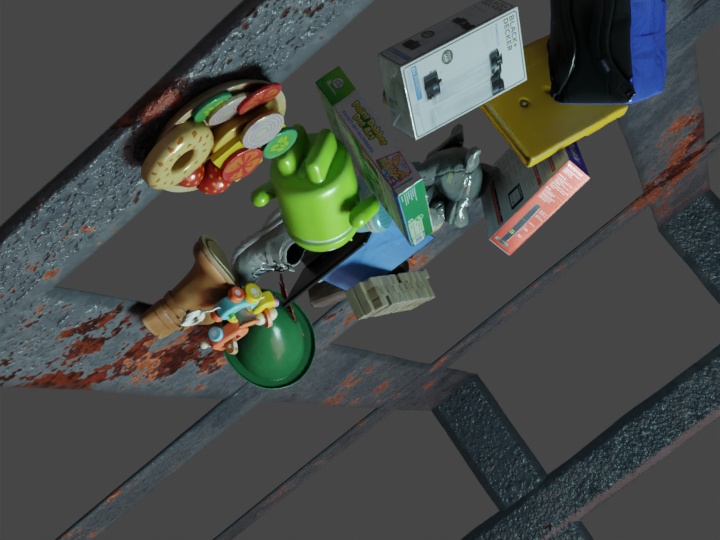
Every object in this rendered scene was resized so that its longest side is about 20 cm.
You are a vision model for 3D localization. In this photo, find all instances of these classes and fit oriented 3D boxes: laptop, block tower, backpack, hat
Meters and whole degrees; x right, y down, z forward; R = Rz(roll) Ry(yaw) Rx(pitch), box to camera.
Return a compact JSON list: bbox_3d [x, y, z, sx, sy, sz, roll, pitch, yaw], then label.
[{"bbox_3d":[0.000,0.000,1.661,0.187,0.116,0.201,-38,-167,28],"label":"laptop"},{"bbox_3d":[0.056,0.040,1.773,0.054,0.058,0.199,-31,169,31],"label":"block tower"},{"bbox_3d":[0.362,-0.356,1.511,0.161,0.203,0.167,7,-158,43],"label":"backpack"},{"bbox_3d":[-0.135,0.081,1.684,0.165,0.200,0.176,-42,-179,-28],"label":"hat"}]

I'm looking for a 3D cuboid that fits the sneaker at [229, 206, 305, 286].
[{"bbox_3d":[-0.134,-0.024,1.591,0.074,0.083,0.200,-16,159,-44],"label":"sneaker"}]

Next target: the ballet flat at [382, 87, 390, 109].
[{"bbox_3d":[0.118,-0.257,1.513,0.198,0.066,0.071,-24,159,-33],"label":"ballet flat"}]

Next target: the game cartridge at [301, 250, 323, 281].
[{"bbox_3d":[-0.036,-0.040,1.767,0.132,0.041,0.200,-31,164,0],"label":"game cartridge"}]

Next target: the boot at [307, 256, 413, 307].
[{"bbox_3d":[-0.005,-0.003,1.908,0.198,0.065,0.187,-24,-166,15],"label":"boot"}]

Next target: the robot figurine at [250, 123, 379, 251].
[{"bbox_3d":[-0.060,-0.108,1.439,0.201,0.173,0.117,78,27,-53],"label":"robot figurine"}]

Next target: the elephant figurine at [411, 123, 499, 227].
[{"bbox_3d":[0.156,-0.169,1.720,0.200,0.153,0.143,-52,138,-54],"label":"elephant figurine"}]

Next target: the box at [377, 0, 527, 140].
[{"bbox_3d":[0.128,-0.278,1.414,0.198,0.060,0.118,-29,129,-19],"label":"box"}]

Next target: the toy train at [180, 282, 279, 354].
[{"bbox_3d":[-0.192,0.085,1.583,0.149,0.056,0.200,-32,166,1],"label":"toy train"}]

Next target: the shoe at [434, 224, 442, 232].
[{"bbox_3d":[0.102,-0.106,1.838,0.053,0.071,0.199,-36,161,29],"label":"shoe"}]

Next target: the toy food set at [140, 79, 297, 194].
[{"bbox_3d":[-0.169,-0.159,1.269,0.197,0.049,0.200,-38,161,5],"label":"toy food set"}]

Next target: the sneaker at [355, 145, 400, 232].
[{"bbox_3d":[-0.005,-0.125,1.595,0.129,0.080,0.201,-8,-150,23],"label":"sneaker"}]

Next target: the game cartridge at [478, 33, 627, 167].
[{"bbox_3d":[0.286,-0.270,1.604,0.198,0.177,0.033,-28,160,-21],"label":"game cartridge"}]

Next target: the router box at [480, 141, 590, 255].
[{"bbox_3d":[0.274,-0.147,1.671,0.180,0.049,0.201,-46,-158,25],"label":"router box"}]

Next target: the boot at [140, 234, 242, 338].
[{"bbox_3d":[-0.260,0.036,1.548,0.153,0.074,0.201,-24,150,-4],"label":"boot"}]

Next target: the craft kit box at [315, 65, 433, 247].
[{"bbox_3d":[0.022,-0.149,1.399,0.048,0.198,0.200,-36,162,-4],"label":"craft kit box"}]
